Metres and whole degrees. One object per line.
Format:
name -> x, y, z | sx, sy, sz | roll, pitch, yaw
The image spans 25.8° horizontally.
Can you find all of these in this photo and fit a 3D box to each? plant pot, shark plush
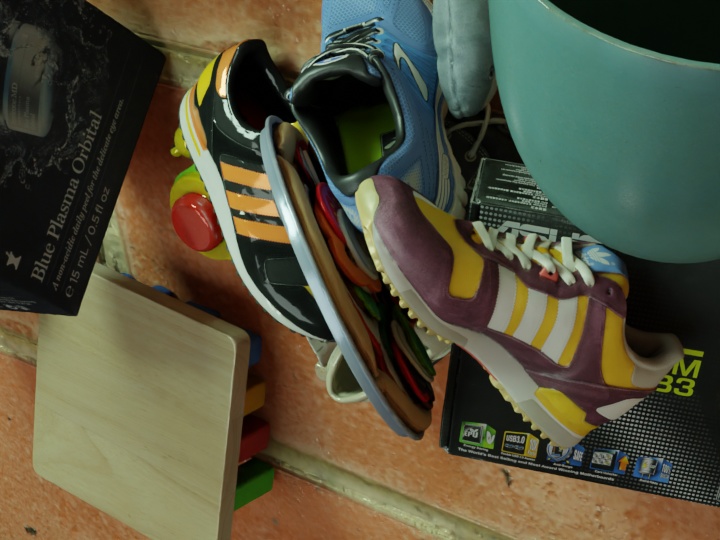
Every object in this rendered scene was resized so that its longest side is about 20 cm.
plant pot -> 0.151, -0.101, 0.712 | 0.200, 0.201, 0.162 | 30, 147, 23
shark plush -> 0.061, -0.183, 0.810 | 0.090, 0.083, 0.201 | 23, 133, 30

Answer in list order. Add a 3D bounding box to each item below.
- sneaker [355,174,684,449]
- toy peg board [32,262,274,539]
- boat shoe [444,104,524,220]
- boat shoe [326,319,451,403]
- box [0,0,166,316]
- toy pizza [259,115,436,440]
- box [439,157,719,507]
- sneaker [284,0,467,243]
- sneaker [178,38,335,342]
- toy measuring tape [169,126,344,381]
sneaker -> 0.081, 0.004, 0.787 | 0.090, 0.075, 0.200 | -36, 126, 17
toy peg board -> -0.152, 0.095, 1.240 | 0.199, 0.098, 0.201 | 22, 117, 29
boat shoe -> 0.058, -0.066, 0.913 | 0.199, 0.072, 0.068 | 21, 132, 31
boat shoe -> 0.039, 0.024, 1.010 | 0.071, 0.062, 0.200 | 48, 139, 5
box -> -0.257, -0.097, 1.028 | 0.117, 0.198, 0.200 | 5, 162, 41
toy pizza -> 0.000, 0.000, 0.889 | 0.032, 0.200, 0.201 | -25, 105, 7
box -> 0.150, 0.041, 0.874 | 0.198, 0.048, 0.194 | 11, 133, 6
sneaker -> 0.007, -0.104, 0.856 | 0.078, 0.201, 0.089 | -25, 139, 19
sneaker -> -0.048, -0.052, 0.996 | 0.201, 0.070, 0.090 | 62, 146, 12
toy measuring tape -> -0.079, -0.011, 1.089 | 0.073, 0.073, 0.201 | -14, 109, 48
